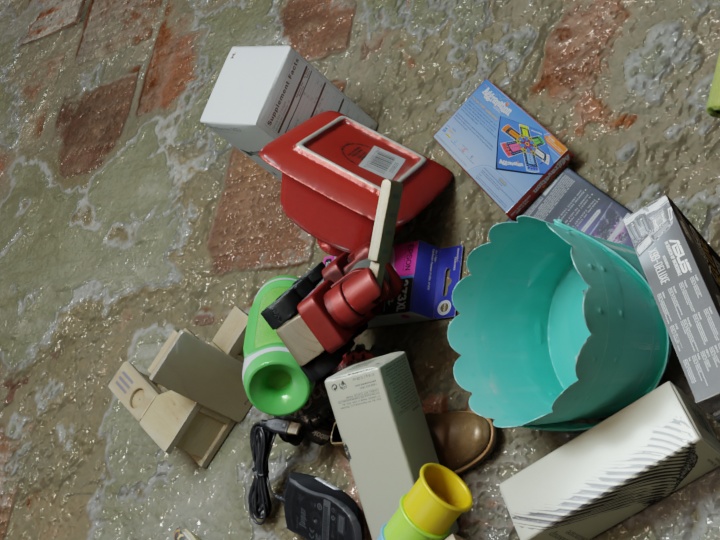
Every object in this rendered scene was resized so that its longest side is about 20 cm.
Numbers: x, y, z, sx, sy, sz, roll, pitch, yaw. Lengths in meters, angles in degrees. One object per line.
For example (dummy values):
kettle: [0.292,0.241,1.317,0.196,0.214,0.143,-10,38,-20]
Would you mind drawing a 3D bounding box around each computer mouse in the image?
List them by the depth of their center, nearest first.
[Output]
computer mouse: [-0.056,0.244,1.248,0.199,0.046,0.142,10,104,46]

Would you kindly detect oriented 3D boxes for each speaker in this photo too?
speaker: [-0.093,0.084,1.282,0.088,0.088,0.201,-38,22,17]

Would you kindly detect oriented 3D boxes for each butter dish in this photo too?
butter dish: [-0.016,-0.085,1.341,0.198,0.200,0.149,28,123,13]

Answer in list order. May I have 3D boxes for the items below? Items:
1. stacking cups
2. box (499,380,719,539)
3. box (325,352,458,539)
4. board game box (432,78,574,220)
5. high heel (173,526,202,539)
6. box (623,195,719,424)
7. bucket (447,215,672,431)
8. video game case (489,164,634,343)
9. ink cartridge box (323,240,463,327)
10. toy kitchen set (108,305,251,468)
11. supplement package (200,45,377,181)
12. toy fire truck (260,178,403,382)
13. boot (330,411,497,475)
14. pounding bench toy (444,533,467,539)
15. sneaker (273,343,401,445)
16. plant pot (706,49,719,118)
stacking cups: [0.029,0.277,1.056,0.201,0.060,0.061,-54,43,23]
box: [0.239,0.193,1.032,0.199,0.082,0.069,-37,49,20]
box: [0.034,0.193,1.124,0.068,0.082,0.202,-16,90,25]
board game box: [0.169,-0.151,1.313,0.103,0.019,0.200,-47,40,11]
high heel: [-0.205,0.413,1.283,0.143,0.071,0.200,-47,54,0]
box: [0.320,0.051,0.988,0.049,0.157,0.202,-30,50,23]
bucket: [0.197,0.055,1.062,0.206,0.134,0.210,-12,76,56]
video game case: [0.236,-0.021,1.197,0.143,0.019,0.200,-51,46,6]
ink cartridge box: [0.032,0.019,1.336,0.198,0.037,0.096,-8,62,35]
toy kitchen set: [-0.243,0.111,1.422,0.180,0.163,0.201,33,89,45]
supplement package: [-0.092,-0.197,1.442,0.116,0.200,0.118,11,73,43]
toy fire truck: [0.000,0.000,1.188,0.199,0.129,0.176,-35,3,20]
boot: [0.054,0.187,1.194,0.198,0.075,0.074,-12,57,34]
pounding bench toy: [0.066,0.346,1.006,0.156,0.200,0.125,-41,47,13]
sneaker: [-0.028,0.153,1.284,0.199,0.071,0.099,-24,53,31]
plant pot: [0.429,-0.219,1.045,0.199,0.199,0.186,23,94,45]
